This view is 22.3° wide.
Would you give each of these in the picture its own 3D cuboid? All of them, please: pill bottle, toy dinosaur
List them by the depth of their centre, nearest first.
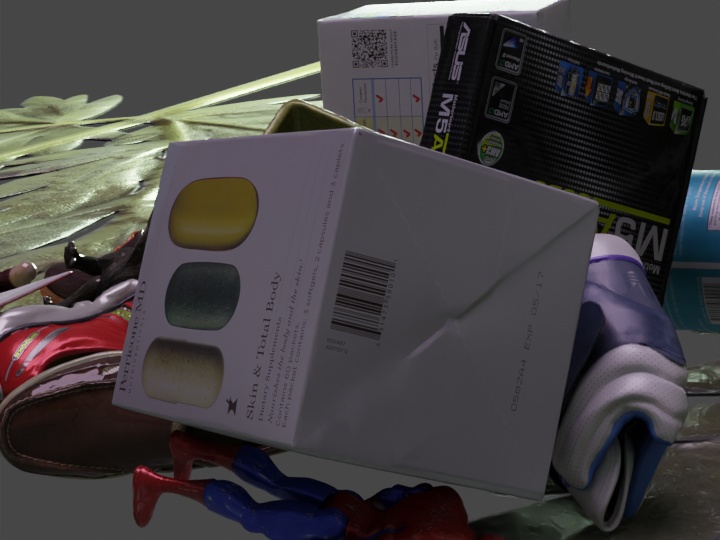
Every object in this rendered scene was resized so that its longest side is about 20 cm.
[{"bbox_3d":[0.207,-0.015,1.266,0.199,0.111,0.111,3,16,27],"label":"pill bottle"},{"bbox_3d":[-0.172,0.019,1.338,0.102,0.077,0.200,-2,-28,-23],"label":"toy dinosaur"}]

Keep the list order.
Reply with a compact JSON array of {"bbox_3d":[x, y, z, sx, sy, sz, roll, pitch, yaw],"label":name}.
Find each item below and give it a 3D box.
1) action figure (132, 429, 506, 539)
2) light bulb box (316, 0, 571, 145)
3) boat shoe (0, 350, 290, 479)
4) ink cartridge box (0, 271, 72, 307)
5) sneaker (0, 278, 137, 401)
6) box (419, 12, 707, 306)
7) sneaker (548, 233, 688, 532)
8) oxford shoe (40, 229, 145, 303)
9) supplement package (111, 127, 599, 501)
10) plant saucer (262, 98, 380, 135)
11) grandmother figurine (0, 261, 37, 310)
[{"bbox_3d":[-0.016,0.126,0.926,0.199,0.052,0.065,7,24,26],"label":"action figure"},{"bbox_3d":[0.079,-0.135,1.608,0.199,0.199,0.125,1,14,20],"label":"light bulb box"},{"bbox_3d":[-0.111,0.083,1.061,0.201,0.075,0.075,-8,6,-10],"label":"boat shoe"},{"bbox_3d":[-0.311,0.061,1.229,0.176,0.045,0.200,-11,10,31],"label":"ink cartridge box"},{"bbox_3d":[-0.159,0.060,1.234,0.199,0.077,0.085,-16,38,-34],"label":"sneaker"},{"bbox_3d":[0.115,-0.038,1.108,0.200,0.194,0.047,14,-3,-39],"label":"box"},{"bbox_3d":[0.090,0.086,0.984,0.080,0.147,0.200,26,-52,-36],"label":"sneaker"},{"bbox_3d":[-0.170,-0.001,1.428,0.199,0.073,0.071,3,17,31],"label":"oxford shoe"},{"bbox_3d":[-0.008,0.021,0.939,0.150,0.152,0.200,15,-6,-31],"label":"supplement package"},{"bbox_3d":[0.000,0.000,1.190,0.199,0.048,0.200,24,49,7],"label":"plant saucer"},{"bbox_3d":[-0.303,0.004,1.372,0.121,0.061,0.200,5,-10,-2],"label":"grandmother figurine"}]
